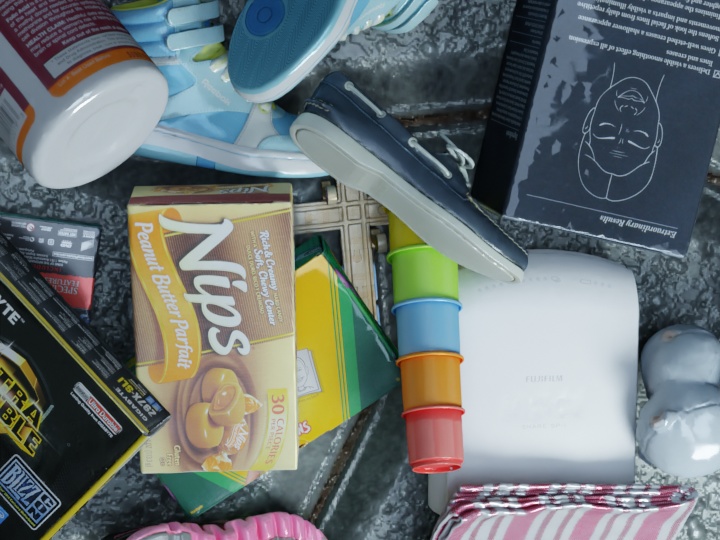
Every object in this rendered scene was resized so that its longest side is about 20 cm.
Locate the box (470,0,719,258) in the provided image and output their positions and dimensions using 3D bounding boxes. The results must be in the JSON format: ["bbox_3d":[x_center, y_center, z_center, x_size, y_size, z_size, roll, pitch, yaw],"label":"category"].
[{"bbox_3d":[0.184,-0.127,1.504,0.147,0.107,0.202,12,97,-12],"label":"box"}]

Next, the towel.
[{"bbox_3d":[0.149,0.215,1.554,0.198,0.030,0.147,1,142,-12],"label":"towel"}]

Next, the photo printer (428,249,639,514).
[{"bbox_3d":[0.134,0.085,1.552,0.165,0.069,0.202,-1,100,-10],"label":"photo printer"}]

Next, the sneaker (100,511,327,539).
[{"bbox_3d":[-0.113,0.220,1.533,0.199,0.095,0.080,9,81,-35],"label":"sneaker"}]

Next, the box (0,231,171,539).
[{"bbox_3d":[-0.256,0.087,1.427,0.200,0.049,0.160,47,114,3],"label":"box"}]

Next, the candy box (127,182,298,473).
[{"bbox_3d":[-0.103,0.041,1.433,0.114,0.055,0.202,-1,106,-2],"label":"candy box"}]

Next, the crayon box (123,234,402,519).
[{"bbox_3d":[-0.079,0.079,1.506,0.199,0.058,0.119,-33,105,6],"label":"crayon box"}]

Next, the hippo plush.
[{"bbox_3d":[0.292,0.118,1.551,0.159,0.160,0.201,-4,65,8],"label":"hippo plush"}]

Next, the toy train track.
[{"bbox_3d":[0.000,0.000,1.532,0.114,0.033,0.202,-7,102,-9],"label":"toy train track"}]

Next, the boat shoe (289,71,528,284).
[{"bbox_3d":[0.043,-0.065,1.432,0.199,0.075,0.062,35,71,-2],"label":"boat shoe"}]

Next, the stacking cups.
[{"bbox_3d":[0.048,0.047,1.477,0.060,0.061,0.202,1,77,-10],"label":"stacking cups"}]

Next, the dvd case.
[{"bbox_3d":[-0.276,0.056,1.499,0.145,0.022,0.202,6,98,-11],"label":"dvd case"}]

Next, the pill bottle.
[{"bbox_3d":[-0.231,-0.163,1.382,0.114,0.114,0.200,-39,71,-1],"label":"pill bottle"}]

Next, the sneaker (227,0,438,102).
[{"bbox_3d":[-0.007,-0.184,1.446,0.201,0.079,0.131,-55,148,-6],"label":"sneaker"}]

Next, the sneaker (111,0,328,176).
[{"bbox_3d":[-0.099,-0.142,1.456,0.198,0.080,0.132,9,99,-10],"label":"sneaker"}]
